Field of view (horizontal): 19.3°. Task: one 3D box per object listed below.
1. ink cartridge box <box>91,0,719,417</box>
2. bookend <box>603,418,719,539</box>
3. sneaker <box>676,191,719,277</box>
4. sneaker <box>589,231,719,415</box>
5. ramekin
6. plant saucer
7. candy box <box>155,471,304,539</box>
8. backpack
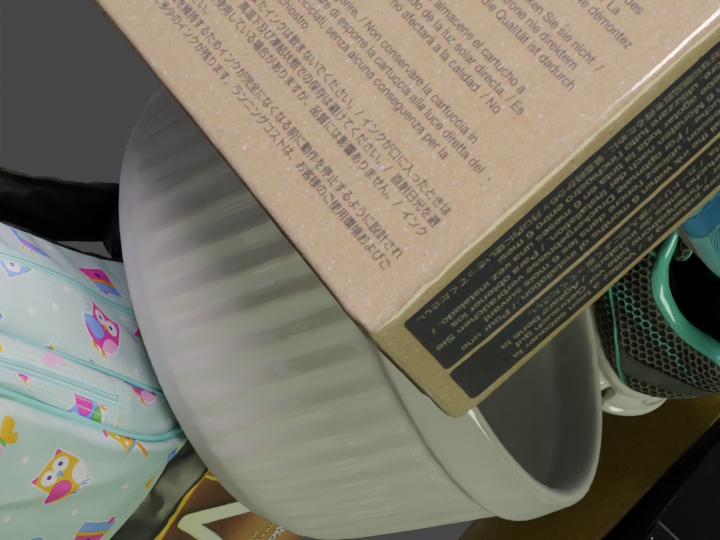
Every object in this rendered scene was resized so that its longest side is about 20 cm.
[{"bbox_3d":[0.021,-0.087,0.600,0.165,0.200,0.075,-40,147,1],"label":"ink cartridge box"},{"bbox_3d":[0.166,0.130,0.960,0.200,0.092,0.199,-44,173,-38],"label":"bookend"},{"bbox_3d":[0.103,-0.076,0.756,0.080,0.131,0.200,-44,143,10],"label":"sneaker"},{"bbox_3d":[0.113,-0.037,0.843,0.077,0.091,0.201,-29,106,-31],"label":"sneaker"},{"bbox_3d":[0.000,0.000,0.744,0.105,0.201,0.200,-19,152,20],"label":"ramekin"},{"bbox_3d":[0.114,0.095,1.041,0.200,0.048,0.200,-47,174,9],"label":"plant saucer"},{"bbox_3d":[-0.117,0.131,0.893,0.200,0.055,0.115,-44,145,3],"label":"candy box"},{"bbox_3d":[-0.147,0.043,0.706,0.167,0.127,0.200,-46,143,12],"label":"backpack"}]
